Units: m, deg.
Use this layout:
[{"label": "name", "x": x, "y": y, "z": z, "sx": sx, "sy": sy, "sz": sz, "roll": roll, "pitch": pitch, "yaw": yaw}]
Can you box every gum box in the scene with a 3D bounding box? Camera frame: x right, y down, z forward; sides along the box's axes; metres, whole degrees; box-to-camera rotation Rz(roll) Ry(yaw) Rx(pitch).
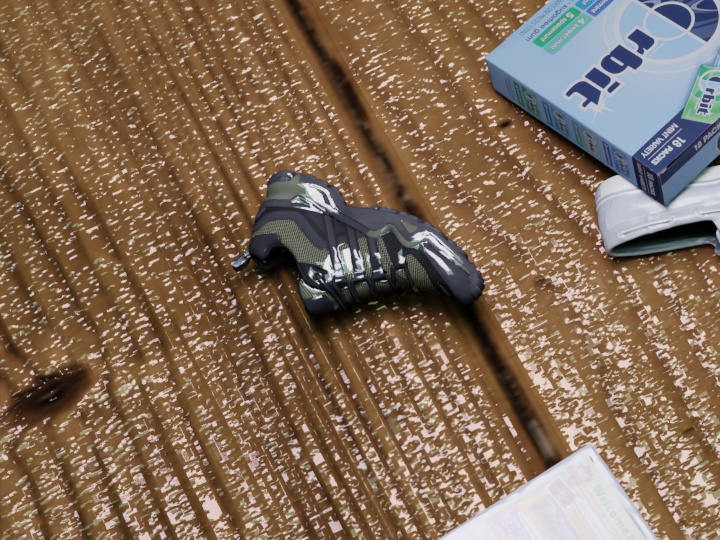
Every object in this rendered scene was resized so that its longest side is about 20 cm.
[{"label": "gum box", "x": 0.230, "y": -0.166, "z": 1.674, "sx": 0.170, "sy": 0.045, "sz": 0.200, "roll": -42, "pitch": 53, "yaw": -15}]

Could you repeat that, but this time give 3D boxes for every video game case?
[{"label": "video game case", "x": 0.154, "y": 0.259, "z": 1.553, "sx": 0.181, "sy": 0.022, "sz": 0.201, "roll": -31, "pitch": 69, "yaw": -8}]

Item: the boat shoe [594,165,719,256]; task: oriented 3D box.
[{"label": "boat shoe", "x": 0.287, "y": -0.042, "z": 1.643, "sx": 0.199, "sy": 0.070, "sz": 0.072, "roll": -5, "pitch": 68, "yaw": 9}]

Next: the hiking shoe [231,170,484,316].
[{"label": "hiking shoe", "x": 0.000, "y": 0.000, "z": 1.640, "sx": 0.199, "sy": 0.076, "sz": 0.101, "roll": 22, "pitch": 79, "yaw": 22}]
